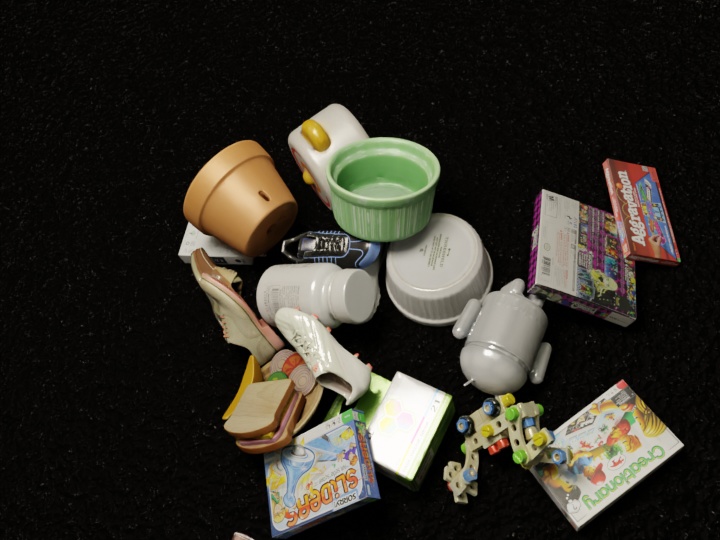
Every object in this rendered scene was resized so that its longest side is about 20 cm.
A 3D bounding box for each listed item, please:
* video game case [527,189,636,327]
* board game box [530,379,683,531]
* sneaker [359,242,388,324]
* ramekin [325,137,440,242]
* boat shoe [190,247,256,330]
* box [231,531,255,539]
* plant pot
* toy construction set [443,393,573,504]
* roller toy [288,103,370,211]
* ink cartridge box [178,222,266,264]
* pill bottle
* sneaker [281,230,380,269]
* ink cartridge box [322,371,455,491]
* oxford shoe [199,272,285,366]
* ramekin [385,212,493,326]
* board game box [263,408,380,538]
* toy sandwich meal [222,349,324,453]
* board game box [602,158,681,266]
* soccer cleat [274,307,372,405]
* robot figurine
[{"bbox_3d":[0.372,-0.024,1.112,0.179,0.036,0.202,18,57,-6],"label":"video game case"},{"bbox_3d":[0.360,0.274,0.997,0.199,0.035,0.127,-35,57,-6],"label":"board game box"},{"bbox_3d":[0.000,0.000,1.229,0.075,0.081,0.203,2,62,14],"label":"sneaker"},{"bbox_3d":[0.039,-0.139,1.163,0.196,0.099,0.202,-1,40,1],"label":"ramekin"},{"bbox_3d":[-0.260,0.036,1.282,0.073,0.076,0.201,-32,67,-2],"label":"boat shoe"},{"bbox_3d":[-0.125,0.502,0.918,0.162,0.167,0.202,15,66,22],"label":"box"},{"bbox_3d":[-0.213,-0.121,1.256,0.140,0.200,0.200,43,77,15],"label":"plant pot"},{"bbox_3d":[0.207,0.263,0.997,0.199,0.092,0.133,-37,60,27],"label":"toy construction set"},{"bbox_3d":[-0.052,-0.215,1.303,0.139,0.200,0.184,-35,101,-6],"label":"roller toy"},{"bbox_3d":[-0.267,-0.063,1.362,0.197,0.039,0.101,2,61,18],"label":"ink cartridge box"},{"bbox_3d":[-0.077,0.045,1.169,0.198,0.114,0.116,-2,57,38],"label":"pill bottle"},{"bbox_3d":[-0.058,-0.037,1.193,0.198,0.077,0.071,-8,71,42],"label":"sneaker"},{"bbox_3d":[0.034,0.239,1.081,0.198,0.076,0.149,21,68,23],"label":"ink cartridge box"},{"bbox_3d":[-0.223,0.090,1.186,0.074,0.071,0.200,-44,103,-7],"label":"oxford shoe"},{"bbox_3d":[0.135,-0.011,1.189,0.199,0.095,0.205,-7,59,12],"label":"ramekin"},{"bbox_3d":[-0.066,0.319,1.037,0.199,0.034,0.137,-33,53,27],"label":"board game box"},{"bbox_3d":[-0.151,0.209,1.118,0.203,0.070,0.207,-23,39,19],"label":"toy sandwich meal"},{"bbox_3d":[0.490,-0.104,1.166,0.101,0.020,0.203,7,59,-13],"label":"board game box"},{"bbox_3d":[-0.069,0.136,1.093,0.199,0.070,0.078,38,47,7],"label":"soccer cleat"},{"bbox_3d":[0.231,0.115,1.078,0.168,0.113,0.202,28,69,-1],"label":"robot figurine"}]
